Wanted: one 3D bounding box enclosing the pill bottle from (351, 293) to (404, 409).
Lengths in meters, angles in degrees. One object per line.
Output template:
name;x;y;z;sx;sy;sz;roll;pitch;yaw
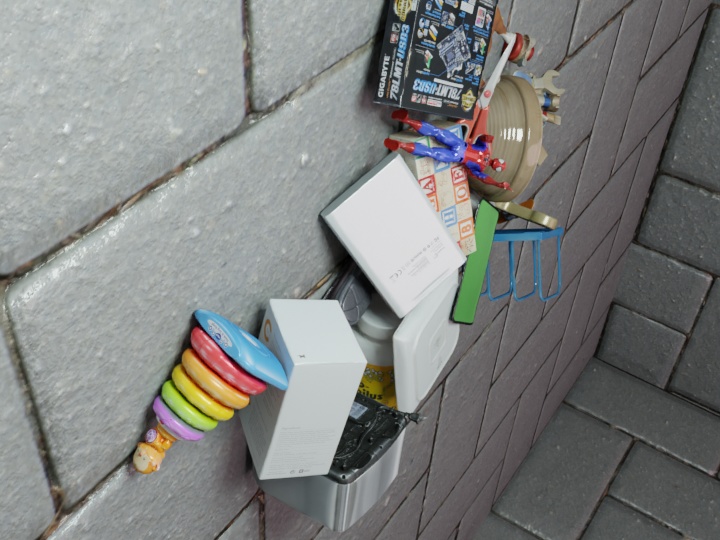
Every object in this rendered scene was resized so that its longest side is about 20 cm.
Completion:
pill bottle;0.030;0.137;1.411;0.113;0.113;0.200;-41;148;-43

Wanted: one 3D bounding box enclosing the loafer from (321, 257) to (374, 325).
loafer;0.000;0.000;1.313;0.200;0.063;0.072;-55;126;-35

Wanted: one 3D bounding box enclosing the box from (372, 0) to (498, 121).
box;0.103;-0.301;1.145;0.200;0.050;0.199;-6;111;-55

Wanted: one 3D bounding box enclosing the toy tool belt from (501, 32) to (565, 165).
toy tool belt;0.283;-0.286;1.498;0.123;0.125;0.200;12;91;-27

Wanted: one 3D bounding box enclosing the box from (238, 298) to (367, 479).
box;-0.079;0.152;1.137;0.097;0.124;0.200;1;126;-25

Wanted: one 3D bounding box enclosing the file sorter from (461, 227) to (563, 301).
file sorter;0.249;-0.011;1.589;0.139;0.200;0.123;-14;102;-61

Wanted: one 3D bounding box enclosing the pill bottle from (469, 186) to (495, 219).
pill bottle;0.137;-0.060;1.455;0.200;0.113;0.113;-47;152;-35

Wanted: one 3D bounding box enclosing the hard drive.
hard drive;0.050;-0.046;1.225;0.132;0.027;0.200;-41;121;-7

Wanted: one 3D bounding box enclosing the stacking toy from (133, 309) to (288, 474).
stacking toy;-0.193;0.152;1.017;0.200;0.116;0.110;-48;147;0

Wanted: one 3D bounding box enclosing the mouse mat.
mouse mat;0.186;-0.011;1.421;0.161;0.008;0.200;16;87;-71

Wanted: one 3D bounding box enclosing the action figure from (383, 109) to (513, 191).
action figure;0.140;-0.161;1.204;0.200;0.099;0.065;11;98;-38

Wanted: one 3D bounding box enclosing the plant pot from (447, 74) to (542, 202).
plant pot;0.193;-0.208;1.392;0.093;0.201;0.201;1;120;-20

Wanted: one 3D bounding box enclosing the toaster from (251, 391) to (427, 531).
toaster;-0.036;0.264;1.314;0.181;0.200;0.119;-38;141;-47

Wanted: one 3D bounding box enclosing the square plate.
square plate;0.108;0.104;1.355;0.200;0.028;0.198;-52;149;-37

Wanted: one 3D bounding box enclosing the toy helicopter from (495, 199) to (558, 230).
toy helicopter;0.263;-0.107;1.560;0.132;0.200;0.079;23;93;-50

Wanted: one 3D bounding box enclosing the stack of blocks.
stack of blocks;0.096;-0.105;1.285;0.115;0.059;0.200;-23;117;-27

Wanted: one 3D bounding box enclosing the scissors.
scissors;0.173;-0.247;1.289;0.014;0.073;0.200;-111;-151;-67

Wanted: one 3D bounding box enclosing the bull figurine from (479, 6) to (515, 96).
bull figurine;0.169;-0.339;1.280;0.121;0.065;0.200;14;105;-50
